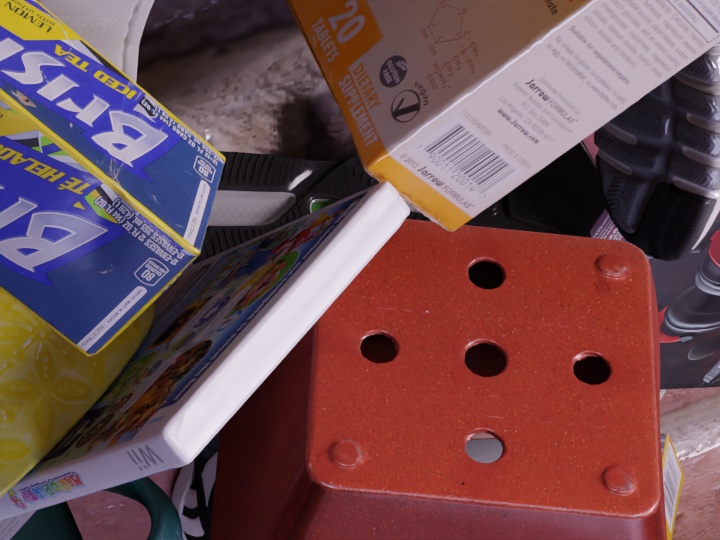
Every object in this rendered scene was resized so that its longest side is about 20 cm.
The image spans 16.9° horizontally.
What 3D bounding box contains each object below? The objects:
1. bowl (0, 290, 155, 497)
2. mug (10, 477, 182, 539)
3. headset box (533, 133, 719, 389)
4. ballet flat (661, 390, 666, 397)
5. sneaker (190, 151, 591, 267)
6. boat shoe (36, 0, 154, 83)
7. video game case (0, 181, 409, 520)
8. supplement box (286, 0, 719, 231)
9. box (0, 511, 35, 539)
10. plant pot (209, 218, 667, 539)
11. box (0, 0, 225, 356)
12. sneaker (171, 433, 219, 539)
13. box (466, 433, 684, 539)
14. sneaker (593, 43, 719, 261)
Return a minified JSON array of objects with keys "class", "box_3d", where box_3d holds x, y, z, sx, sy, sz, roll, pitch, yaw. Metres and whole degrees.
[{"class":"bowl","box_3d":[-0.191,0.037,0.977,0.200,0.200,0.108,-35,104,15]},{"class":"mug","box_3d":[-0.191,0.146,1.148,0.184,0.115,0.153,-7,143,-28]},{"class":"headset box","box_3d":[0.134,-0.012,1.176,0.199,0.075,0.149,0,140,-33]},{"class":"ballet flat","box_3d":[0.113,0.056,1.265,0.199,0.071,0.068,-5,137,-29]},{"class":"sneaker","box_3d":[0.000,0.000,1.097,0.199,0.076,0.116,5,153,-6]},{"class":"boat shoe","box_3d":[-0.098,-0.119,0.882,0.073,0.060,0.201,2,125,-28]},{"class":"video game case","box_3d":[-0.078,0.037,0.939,0.143,0.018,0.200,-48,-165,-33]},{"class":"supplement box","box_3d":[0.074,-0.127,0.925,0.199,0.127,0.073,-36,145,16]},{"class":"box","box_3d":[-0.171,0.100,1.053,0.200,0.038,0.042,-50,127,-35]},{"class":"plant pot","box_3d":[0.040,0.088,0.993,0.198,0.201,0.177,6,139,-3]},{"class":"box","box_3d":[-0.143,-0.064,0.829,0.200,0.070,0.064,39,119,-17]},{"class":"sneaker","box_3d":[-0.050,0.139,1.234,0.072,0.112,0.201,-16,146,-10]},{"class":"box","box_3d":[0.060,0.142,1.249,0.198,0.120,0.042,-2,135,21]},{"class":"sneaker","box_3d":[0.166,-0.104,1.032,0.115,0.075,0.201,-21,129,-35]}]
